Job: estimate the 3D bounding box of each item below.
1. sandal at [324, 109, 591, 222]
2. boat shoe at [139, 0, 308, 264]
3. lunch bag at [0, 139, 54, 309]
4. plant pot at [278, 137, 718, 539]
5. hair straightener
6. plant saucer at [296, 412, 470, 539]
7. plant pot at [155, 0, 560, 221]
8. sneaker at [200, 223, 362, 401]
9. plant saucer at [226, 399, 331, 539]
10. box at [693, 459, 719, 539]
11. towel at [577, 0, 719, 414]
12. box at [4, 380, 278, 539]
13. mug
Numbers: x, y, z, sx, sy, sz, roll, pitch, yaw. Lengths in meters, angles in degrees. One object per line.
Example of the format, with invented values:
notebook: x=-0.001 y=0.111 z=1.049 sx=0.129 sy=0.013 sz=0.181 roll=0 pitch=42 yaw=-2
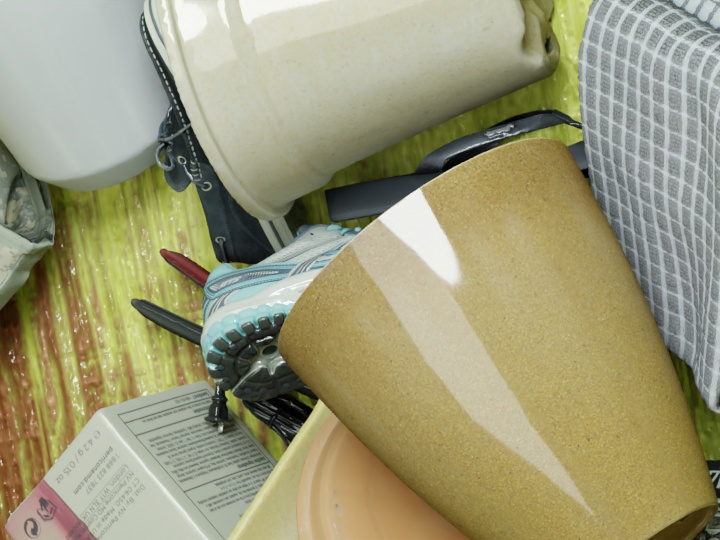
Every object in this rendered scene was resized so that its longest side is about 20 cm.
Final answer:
sandal: x=0.066 y=-0.063 z=1.383 sx=0.199 sy=0.076 sz=0.043 roll=-9 pitch=91 yaw=27
boat shoe: x=-0.089 y=-0.076 z=1.412 sx=0.062 sy=0.075 sz=0.200 roll=-13 pitch=132 yaw=14
lunch bag: x=-0.291 y=-0.030 z=1.542 sx=0.164 sy=0.117 sz=0.200 roll=-46 pitch=70 yaw=22
plant pot: x=0.087 y=0.067 z=1.252 sx=0.186 sy=0.186 sz=0.200 roll=-44 pitch=69 yaw=23
hair straightener: x=-0.059 y=0.069 z=1.476 sx=0.199 sy=0.041 sz=0.077 roll=33 pitch=89 yaw=14
plant saucer: x=0.062 y=0.124 z=1.339 sx=0.199 sy=0.032 sz=0.201 roll=-4 pitch=57 yaw=7
plant pot: x=0.006 y=-0.147 z=1.355 sx=0.183 sy=0.200 sz=0.202 roll=-14 pitch=88 yaw=16
sneaker: x=0.000 y=0.000 z=1.404 sx=0.199 sy=0.078 sz=0.087 roll=-15 pitch=44 yaw=-3
plant saucer: x=0.055 y=0.135 z=1.379 sx=0.199 sy=0.049 sz=0.200 roll=24 pitch=65 yaw=23
box: x=0.243 y=0.180 z=1.259 sx=0.199 sy=0.164 sz=0.086 roll=-3 pitch=127 yaw=26
towel: x=0.181 y=-0.038 z=1.262 sx=0.166 sy=0.085 sz=0.201 roll=39 pitch=137 yaw=55
box: x=-0.091 y=0.179 z=1.455 sx=0.200 sy=0.128 sz=0.109 roll=48 pitch=114 yaw=15
mug: x=-0.176 y=-0.141 z=1.467 sx=0.149 sy=0.187 sz=0.154 roll=-23 pitch=120 yaw=5
